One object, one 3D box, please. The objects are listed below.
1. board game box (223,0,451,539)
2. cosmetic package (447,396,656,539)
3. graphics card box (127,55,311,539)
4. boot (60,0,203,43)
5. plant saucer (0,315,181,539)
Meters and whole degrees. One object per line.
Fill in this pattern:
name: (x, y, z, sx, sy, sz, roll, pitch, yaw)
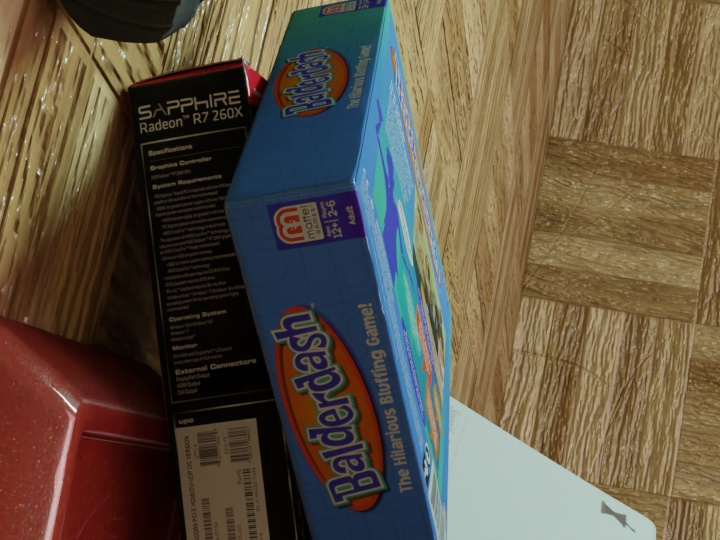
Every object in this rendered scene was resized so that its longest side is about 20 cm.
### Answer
board game box: (0.000, 0.000, 0.575, 0.200, 0.045, 0.153, -80, 159, -64)
cosmetic package: (0.031, 0.197, 0.795, 0.201, 0.165, 0.165, -60, 179, 21)
graphics card box: (-0.040, 0.030, 0.601, 0.125, 0.051, 0.201, 27, 54, -81)
boot: (-0.025, -0.181, 0.505, 0.200, 0.065, 0.165, -47, 159, -50)
plant saucer: (-0.101, 0.124, 0.523, 0.200, 0.037, 0.201, 45, 54, -77)
